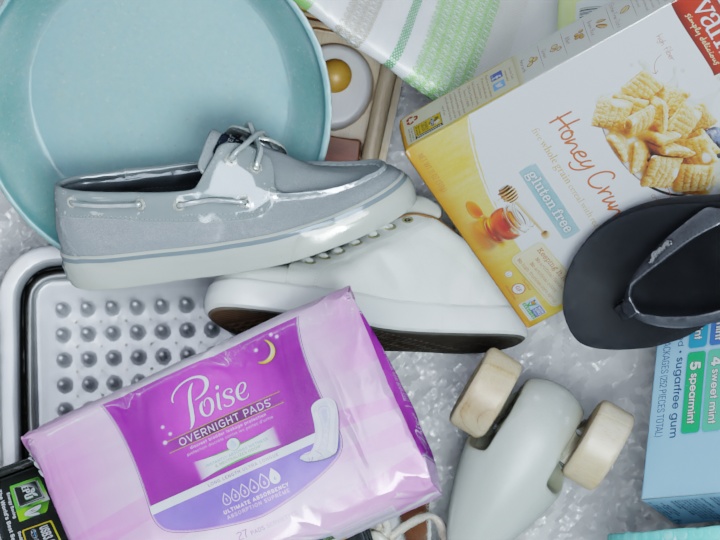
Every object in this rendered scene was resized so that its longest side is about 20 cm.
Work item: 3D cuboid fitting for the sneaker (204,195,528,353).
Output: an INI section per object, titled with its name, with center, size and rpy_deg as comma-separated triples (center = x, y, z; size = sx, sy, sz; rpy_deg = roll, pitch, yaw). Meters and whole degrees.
[sneaker]
center = 0.000, 0.000, 1.505
size = 0.200, 0.073, 0.085
rpy_deg = 4, 75, -32

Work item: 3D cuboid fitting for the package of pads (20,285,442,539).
[package of pads]
center = -0.068, 0.101, 1.409
size = 0.200, 0.076, 0.121
rpy_deg = -25, 78, 3

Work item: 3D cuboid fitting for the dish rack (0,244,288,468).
[dish rack]
center = -0.118, 0.084, 1.531
size = 0.171, 0.044, 0.200
rpy_deg = -2, 84, 1

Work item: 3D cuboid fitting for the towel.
[towel]
center = 0.042, -0.166, 1.493
size = 0.200, 0.031, 0.149
rpy_deg = 33, 50, -18

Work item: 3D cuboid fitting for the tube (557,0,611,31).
[tube]
center = 0.142, -0.177, 1.522
size = 0.052, 0.058, 0.200
rpy_deg = -14, 53, 28

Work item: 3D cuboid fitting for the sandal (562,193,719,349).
[sandal]
center = 0.191, -0.006, 1.415
size = 0.200, 0.043, 0.076
rpy_deg = -19, 104, 29

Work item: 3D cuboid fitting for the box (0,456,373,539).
[box]
center = -0.085, 0.174, 1.458
size = 0.193, 0.048, 0.200
rpy_deg = -19, 76, 7

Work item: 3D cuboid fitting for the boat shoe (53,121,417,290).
[boat shoe]
center = -0.072, -0.041, 1.449
size = 0.201, 0.070, 0.072
rpy_deg = -11, 109, 10

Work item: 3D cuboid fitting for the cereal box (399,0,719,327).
[cereal box]
center = 0.141, -0.070, 1.449
size = 0.200, 0.040, 0.144
rpy_deg = -29, 122, 13

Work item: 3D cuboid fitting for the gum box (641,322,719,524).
[gum box]
center = 0.253, 0.042, 1.427
size = 0.200, 0.045, 0.170
rpy_deg = -8, 62, 35

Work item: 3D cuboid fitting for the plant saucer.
[plant saucer]
center = -0.114, -0.095, 1.492
size = 0.200, 0.036, 0.200
rpy_deg = 1, 106, 4

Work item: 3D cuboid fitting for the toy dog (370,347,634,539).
[toy dog]
center = 0.071, 0.131, 1.515
size = 0.200, 0.096, 0.132
rpy_deg = -40, 88, 11

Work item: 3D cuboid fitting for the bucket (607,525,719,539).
[bucket]
center = 0.226, 0.201, 1.442
size = 0.207, 0.207, 0.135
rpy_deg = -4, 84, 0

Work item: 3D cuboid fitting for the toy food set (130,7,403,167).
[toy food set]
center = -0.042, -0.138, 1.543
size = 0.143, 0.060, 0.200
rpy_deg = 12, 85, 2
